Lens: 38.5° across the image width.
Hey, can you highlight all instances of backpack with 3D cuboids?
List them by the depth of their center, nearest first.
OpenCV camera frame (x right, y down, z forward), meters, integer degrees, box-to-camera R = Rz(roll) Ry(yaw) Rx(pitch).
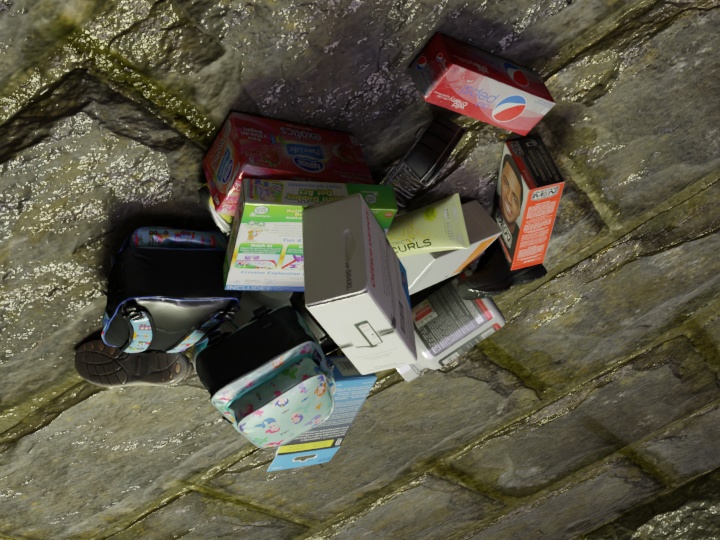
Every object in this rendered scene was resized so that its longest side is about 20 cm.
[{"bbox_3d":[-0.281,0.040,1.478,0.182,0.135,0.200,1,154,-26],"label":"backpack"},{"bbox_3d":[-0.124,0.163,1.479,0.177,0.151,0.200,-30,154,-5],"label":"backpack"}]

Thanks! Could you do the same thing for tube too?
[{"bbox_3d":[0.059,-0.049,1.452,0.199,0.052,0.058,-13,128,31],"label":"tube"}]

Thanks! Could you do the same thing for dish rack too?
[{"bbox_3d":[0.056,-0.120,1.428,0.054,0.154,0.200,39,126,-3],"label":"dish rack"}]

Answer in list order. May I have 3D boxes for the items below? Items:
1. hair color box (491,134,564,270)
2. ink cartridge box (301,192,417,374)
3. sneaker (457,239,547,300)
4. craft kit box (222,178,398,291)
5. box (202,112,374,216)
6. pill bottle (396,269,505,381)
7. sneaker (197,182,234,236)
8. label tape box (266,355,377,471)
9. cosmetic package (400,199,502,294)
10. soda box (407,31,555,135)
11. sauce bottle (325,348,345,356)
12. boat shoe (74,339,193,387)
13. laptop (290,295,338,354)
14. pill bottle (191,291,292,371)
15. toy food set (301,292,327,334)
[{"bbox_3d":[0.253,-0.102,1.586,0.061,0.102,0.200,-13,145,-11],"label":"hair color box"},{"bbox_3d":[0.000,0.021,1.303,0.084,0.147,0.200,-14,146,15],"label":"ink cartridge box"},{"bbox_3d":[0.222,-0.007,1.688,0.076,0.091,0.200,-16,-178,45],"label":"sneaker"},{"bbox_3d":[-0.072,-0.041,1.363,0.199,0.049,0.198,2,148,-16],"label":"craft kit box"},{"bbox_3d":[-0.095,-0.129,1.370,0.199,0.096,0.100,6,140,-34],"label":"box"},{"bbox_3d":[0.139,0.098,1.774,0.200,0.116,0.116,-34,145,7],"label":"pill bottle"},{"bbox_3d":[-0.143,-0.089,1.432,0.090,0.078,0.200,-42,147,16],"label":"sneaker"},{"bbox_3d":[-0.078,0.237,1.721,0.143,0.066,0.201,0,128,-41],"label":"label tape box"},{"bbox_3d":[0.119,-0.035,1.569,0.200,0.071,0.101,-21,158,-50],"label":"cosmetic package"},{"bbox_3d":[0.164,-0.245,1.371,0.199,0.064,0.070,10,136,-38],"label":"soda box"},{"bbox_3d":[-0.030,0.168,1.801,0.199,0.065,0.065,-22,153,-37],"label":"sauce bottle"},{"bbox_3d":[-0.351,0.153,1.607,0.199,0.075,0.073,6,168,20],"label":"boat shoe"},{"bbox_3d":[-0.127,0.094,1.689,0.187,0.116,0.200,-29,167,31],"label":"laptop"},{"bbox_3d":[-0.173,0.084,1.563,0.110,0.111,0.200,6,133,-34],"label":"pill bottle"},{"bbox_3d":[0.001,0.040,1.702,0.199,0.049,0.198,-22,147,2],"label":"toy food set"}]
